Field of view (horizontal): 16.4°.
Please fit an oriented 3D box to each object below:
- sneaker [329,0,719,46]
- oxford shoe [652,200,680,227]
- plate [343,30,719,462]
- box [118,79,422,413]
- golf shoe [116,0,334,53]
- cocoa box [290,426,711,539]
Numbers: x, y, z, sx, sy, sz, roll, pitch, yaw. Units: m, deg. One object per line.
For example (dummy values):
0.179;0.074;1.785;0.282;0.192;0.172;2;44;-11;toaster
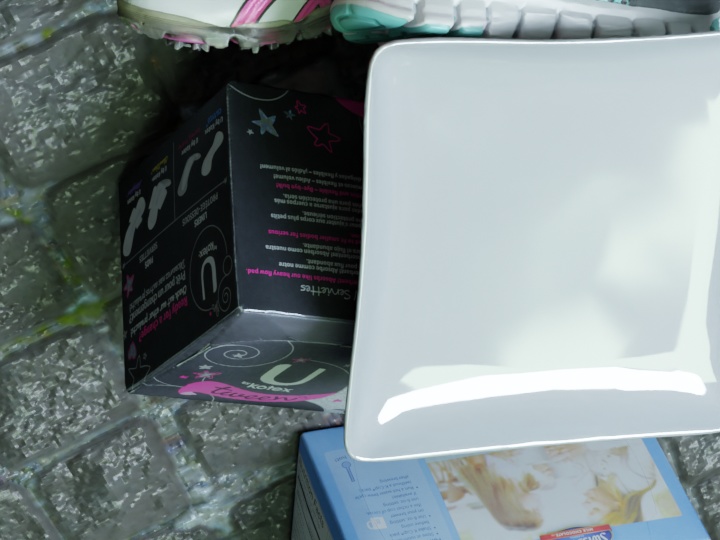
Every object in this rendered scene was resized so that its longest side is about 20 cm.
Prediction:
0.079;-0.140;1.087;0.199;0.077;0.092;2;89;-35;sneaker
0.158;-0.054;1.214;0.071;0.074;0.200;-30;172;30;oxford shoe
0.090;-0.015;1.095;0.199;0.032;0.201;-4;117;-16;plate
0.000;0.000;1.191;0.199;0.115;0.132;8;156;-27;box
-0.018;-0.153;1.113;0.199;0.073;0.092;-15;114;-23;golf shoe
0.072;0.163;1.380;0.199;0.134;0.132;-8;131;-16;cocoa box
